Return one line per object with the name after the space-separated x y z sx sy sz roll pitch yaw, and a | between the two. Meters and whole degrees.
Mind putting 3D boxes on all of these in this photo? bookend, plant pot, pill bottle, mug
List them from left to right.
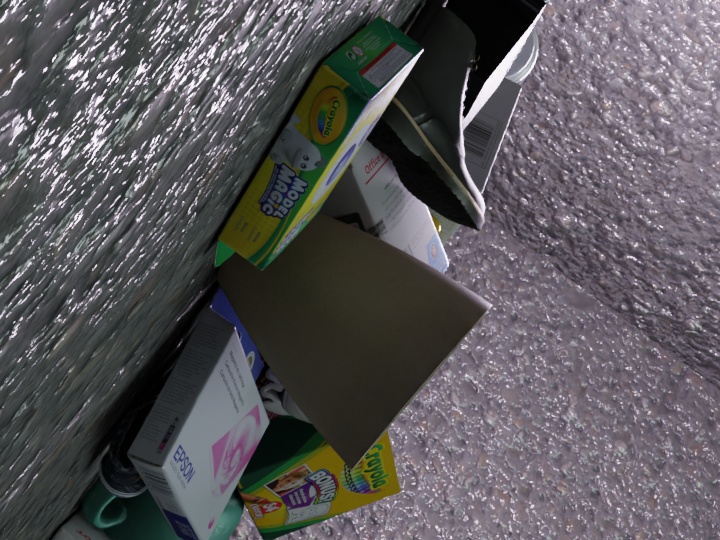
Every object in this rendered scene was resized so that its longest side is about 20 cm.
-0.208 0.254 1.407 0.114 0.152 0.185 -53 179 7 | mug
-0.020 0.036 1.102 0.187 0.200 0.187 -48 174 -6 | plant pot
0.071 -0.181 1.268 0.200 0.092 0.199 -52 177 -15 | bookend
0.196 -0.315 1.810 0.113 0.113 0.200 -54 179 5 | pill bottle

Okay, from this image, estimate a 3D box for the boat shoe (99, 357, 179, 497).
-0.172 0.130 1.221 0.200 0.071 0.091 -52 179 -29 | boat shoe

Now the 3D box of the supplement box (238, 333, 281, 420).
-0.102 0.131 1.429 0.110 0.086 0.200 -53 146 -5 | supplement box

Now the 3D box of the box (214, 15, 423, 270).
-0.036 -0.085 0.944 0.200 0.048 0.117 -52 179 36 | box

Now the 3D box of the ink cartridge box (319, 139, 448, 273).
0.006 -0.061 1.205 0.067 0.200 0.116 -13 -159 28 | ink cartridge box

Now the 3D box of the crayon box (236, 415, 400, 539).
-0.051 0.221 1.422 0.172 0.058 0.200 -19 149 -4 | crayon box

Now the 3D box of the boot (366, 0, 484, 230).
0.087 -0.142 1.174 0.138 0.077 0.200 -57 136 -15 | boot

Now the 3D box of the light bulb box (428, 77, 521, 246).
0.084 -0.135 1.581 0.198 0.125 0.200 -66 -175 -29 | light bulb box

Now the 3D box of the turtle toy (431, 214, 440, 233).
0.000 0.000 1.477 0.146 0.101 0.200 -53 178 -40 | turtle toy

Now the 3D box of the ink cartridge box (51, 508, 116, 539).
-0.291 0.346 1.395 0.125 0.129 0.200 -53 178 9 | ink cartridge box

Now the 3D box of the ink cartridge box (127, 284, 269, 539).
-0.133 0.132 1.179 0.196 0.043 0.200 79 34 -58 | ink cartridge box

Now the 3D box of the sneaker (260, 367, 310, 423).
-0.043 0.067 1.303 0.075 0.081 0.200 -21 128 -52 | sneaker
